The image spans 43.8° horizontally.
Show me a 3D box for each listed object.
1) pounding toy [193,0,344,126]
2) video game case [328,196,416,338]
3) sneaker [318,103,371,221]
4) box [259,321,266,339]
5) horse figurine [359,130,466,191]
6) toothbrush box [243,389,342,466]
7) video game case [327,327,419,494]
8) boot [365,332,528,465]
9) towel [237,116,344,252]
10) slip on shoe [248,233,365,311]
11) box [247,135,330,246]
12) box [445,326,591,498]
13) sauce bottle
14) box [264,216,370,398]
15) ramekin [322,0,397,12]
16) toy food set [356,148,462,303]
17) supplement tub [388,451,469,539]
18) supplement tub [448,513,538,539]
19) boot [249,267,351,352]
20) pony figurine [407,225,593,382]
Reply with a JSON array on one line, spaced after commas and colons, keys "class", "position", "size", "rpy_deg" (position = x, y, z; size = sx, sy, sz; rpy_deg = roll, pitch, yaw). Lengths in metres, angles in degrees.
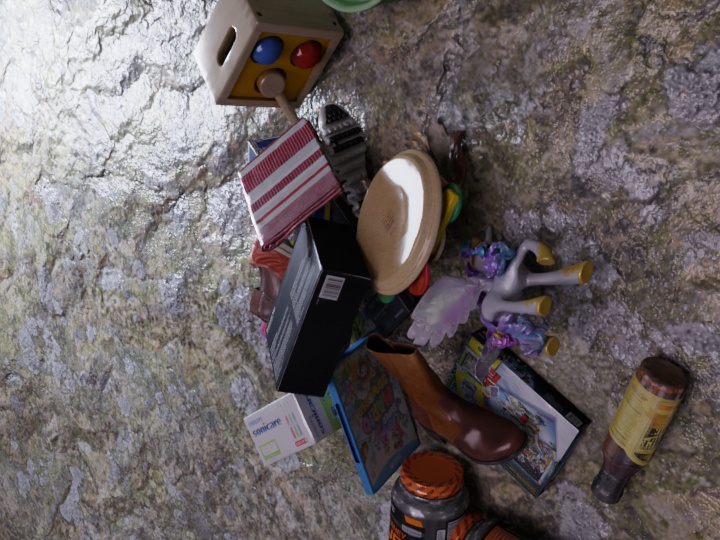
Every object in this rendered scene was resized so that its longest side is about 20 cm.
[{"class": "pounding toy", "position": [-0.127, -0.302, 1.323], "size": [0.201, 0.181, 0.144], "rpy_deg": [-51, 57, 41]}, {"class": "video game case", "position": [0.000, 0.000, 1.356], "size": [0.202, 0.019, 0.143], "rpy_deg": [55, 154, 8]}, {"class": "sneaker", "position": [-0.025, -0.146, 1.341], "size": [0.080, 0.074, 0.204], "rpy_deg": [-18, 91, 54]}, {"class": "box", "position": [-0.087, 0.079, 1.496], "size": [0.137, 0.039, 0.202], "rpy_deg": [48, 131, 22]}, {"class": "horse figurine", "position": [0.085, -0.112, 1.254], "size": [0.199, 0.050, 0.134], "rpy_deg": [-35, 86, 41]}, {"class": "toothbrush box", "position": [-0.061, 0.213, 1.403], "size": [0.145, 0.198, 0.088], "rpy_deg": [-32, 82, 44]}, {"class": "video game case", "position": [0.020, 0.209, 1.345], "size": [0.018, 0.143, 0.204], "rpy_deg": [-9, 106, 37]}, {"class": "boot", "position": [0.117, 0.163, 1.196], "size": [0.187, 0.069, 0.202], "rpy_deg": [19, 149, 50]}, {"class": "towel", "position": [-0.105, -0.127, 1.290], "size": [0.143, 0.023, 0.202], "rpy_deg": [-37, 40, 10]}, {"class": "slip on shoe", "position": [-0.081, 0.010, 1.348], "size": [0.197, 0.074, 0.062], "rpy_deg": [30, 98, -8]}, {"class": "box", "position": [-0.113, -0.128, 1.383], "size": [0.201, 0.063, 0.071], "rpy_deg": [54, 148, 43]}, {"class": "box", "position": [0.208, 0.197, 1.251], "size": [0.200, 0.037, 0.138], "rpy_deg": [42, 129, 26]}, {"class": "sauce bottle", "position": [0.340, 0.204, 1.110], "size": [0.066, 0.065, 0.204], "rpy_deg": [34, 128, 30]}, {"class": "box", "position": [-0.064, 0.050, 1.245], "size": [0.142, 0.077, 0.203], "rpy_deg": [-114, 40, -53]}, {"class": "ramekin", "position": [0.015, -0.447, 1.176], "size": [0.197, 0.097, 0.205], "rpy_deg": [17, 115, 39]}, {"class": "toy food set", "position": [0.055, -0.059, 1.188], "size": [0.203, 0.048, 0.199], "rpy_deg": [-66, 31, 19]}, {"class": "supplement tub", "position": [0.103, 0.387, 1.359], "size": [0.121, 0.121, 0.205], "rpy_deg": [19, 116, 38]}, {"class": "supplement tub", "position": [0.221, 0.433, 1.260], "size": [0.198, 0.121, 0.125], "rpy_deg": [23, 119, 37]}, {"class": "boot", "position": [-0.081, 0.034, 1.408], "size": [0.198, 0.064, 0.190], "rpy_deg": [29, 122, 31]}, {"class": "pony figurine", "position": [0.177, 0.041, 1.143], "size": [0.198, 0.165, 0.196], "rpy_deg": [18, 80, 54]}]
